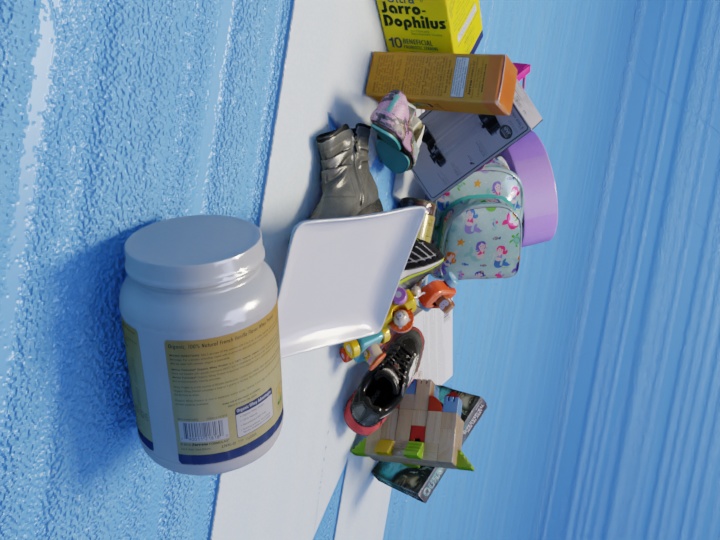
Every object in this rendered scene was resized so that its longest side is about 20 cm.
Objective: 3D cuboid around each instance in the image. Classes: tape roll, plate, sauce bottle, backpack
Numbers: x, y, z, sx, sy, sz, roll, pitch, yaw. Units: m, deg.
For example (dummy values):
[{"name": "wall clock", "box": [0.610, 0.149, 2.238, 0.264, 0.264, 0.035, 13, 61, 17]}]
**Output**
[{"name": "tape roll", "box": [0.292, -0.147, 1.330, 0.200, 0.064, 0.206, 168, -89, -86]}, {"name": "plate", "box": [-0.027, 0.009, 0.886, 0.196, 0.032, 0.203, -11, 134, -39]}, {"name": "sauce bottle", "box": [0.073, -0.012, 1.172, 0.064, 0.063, 0.206, 11, 92, -63]}, {"name": "backpack", "box": [0.191, -0.085, 1.234, 0.151, 0.172, 0.206, -107, -162, -68]}]

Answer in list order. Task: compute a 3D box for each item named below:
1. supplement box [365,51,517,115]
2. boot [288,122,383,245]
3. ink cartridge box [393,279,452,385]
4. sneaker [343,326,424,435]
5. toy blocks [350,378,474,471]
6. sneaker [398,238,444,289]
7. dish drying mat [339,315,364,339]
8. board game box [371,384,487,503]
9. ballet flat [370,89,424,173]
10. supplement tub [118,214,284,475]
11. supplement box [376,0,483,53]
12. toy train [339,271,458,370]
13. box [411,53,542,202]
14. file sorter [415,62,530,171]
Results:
[{"name": "supplement box", "box": [0.107, -0.254, 0.988, 0.066, 0.195, 0.071, 9, 89, -62]}, {"name": "boot", "box": [-0.040, -0.108, 0.927, 0.199, 0.066, 0.134, -38, 121, -52]}, {"name": "ink cartridge box", "box": [0.103, 0.146, 1.320, 0.172, 0.043, 0.205, -32, 130, -38]}, {"name": "sneaker", "box": [0.050, 0.161, 1.140, 0.202, 0.070, 0.098, -52, 176, -30]}, {"name": "toy blocks", "box": [0.092, 0.240, 1.189, 0.100, 0.195, 0.140, 50, 46, -56]}, {"name": "sneaker", "box": [0.045, 0.017, 1.098, 0.197, 0.074, 0.082, -26, 142, -28]}, {"name": "dish drying mat", "box": [0.000, 0.000, 1.026, 0.202, 0.076, 0.018, -58, 178, -35]}, {"name": "board game box", "box": [0.119, 0.292, 1.267, 0.028, 0.134, 0.201, 49, 65, -25]}, {"name": "ballet flat", "box": [0.055, -0.191, 1.005, 0.072, 0.068, 0.200, -56, 169, -3]}, {"name": "supplement tub", "box": [-0.144, 0.065, 0.676, 0.144, 0.141, 0.206, -35, 132, -53]}, {"name": "supplement box", "box": [0.093, -0.379, 1.010, 0.111, 0.106, 0.202, -61, 148, -31]}, {"name": "toy train", "box": [0.062, 0.084, 1.077, 0.200, 0.056, 0.149, -44, 156, 19]}, {"name": "box", "box": [0.152, -0.205, 1.075, 0.118, 0.199, 0.060, 53, 38, -2]}, {"name": "file sorter", "box": [0.181, -0.258, 1.204, 0.200, 0.136, 0.129, -43, 139, -49]}]
